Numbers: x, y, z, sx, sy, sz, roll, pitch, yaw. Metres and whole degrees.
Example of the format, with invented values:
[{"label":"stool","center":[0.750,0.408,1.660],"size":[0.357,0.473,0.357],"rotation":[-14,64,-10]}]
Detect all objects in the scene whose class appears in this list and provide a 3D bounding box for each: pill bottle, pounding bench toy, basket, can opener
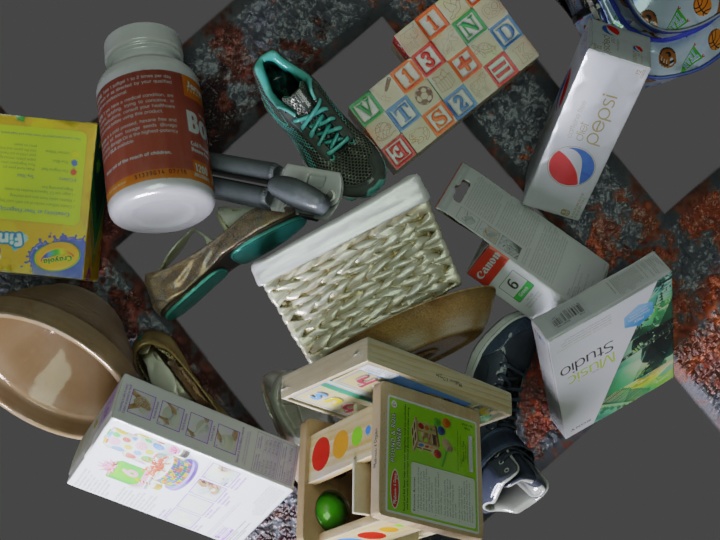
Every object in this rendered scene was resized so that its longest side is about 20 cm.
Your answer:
[{"label":"pill bottle","center":[-0.218,-0.151,1.119],"size":[0.110,0.112,0.203],"rotation":[-10,71,-1]},{"label":"pounding bench toy","center":[0.021,0.237,1.022],"size":[0.123,0.155,0.203],"rotation":[20,56,-31]},{"label":"basket","center":[0.000,0.000,1.124],"size":[0.198,0.136,0.125],"rotation":[-29,92,0]},{"label":"can opener","center":[-0.105,-0.095,1.122],"size":[0.198,0.066,0.053],"rotation":[12,78,33]}]

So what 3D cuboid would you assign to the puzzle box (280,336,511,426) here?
[{"label":"puzzle box","center":[0.036,0.124,1.054],"size":[0.198,0.132,0.026],"rotation":[23,55,-35]}]

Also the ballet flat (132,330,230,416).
[{"label":"ballet flat","center":[-0.188,0.156,1.156],"size":[0.068,0.063,0.201],"rotation":[-37,90,-2]}]

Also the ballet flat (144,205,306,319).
[{"label":"ballet flat","center":[-0.153,-0.028,1.159],"size":[0.199,0.068,0.068],"rotation":[-35,76,-2]}]

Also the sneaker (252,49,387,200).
[{"label":"sneaker","center":[-0.051,-0.155,1.120],"size":[0.078,0.091,0.200],"rotation":[-43,69,-1]}]

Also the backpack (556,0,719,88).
[{"label":"backpack","center":[0.313,-0.295,1.128],"size":[0.198,0.154,0.193],"rotation":[-23,100,-4]}]

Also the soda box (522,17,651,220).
[{"label":"soda box","center":[0.231,-0.152,1.105],"size":[0.067,0.064,0.202],"rotation":[17,132,-1]}]

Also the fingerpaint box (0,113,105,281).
[{"label":"fingerpaint box","center":[-0.379,-0.080,1.151],"size":[0.197,0.073,0.170],"rotation":[5,88,0]}]

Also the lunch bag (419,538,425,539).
[{"label":"lunch bag","center":[0.035,0.364,1.127],"size":[0.200,0.118,0.164],"rotation":[41,86,-2]}]

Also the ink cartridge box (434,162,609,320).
[{"label":"ink cartridge box","center":[0.165,-0.020,1.137],"size":[0.199,0.109,0.051],"rotation":[35,129,0]}]

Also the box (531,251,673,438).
[{"label":"box","center":[0.255,0.083,1.101],"size":[0.143,0.201,0.037],"rotation":[-29,52,-5]}]

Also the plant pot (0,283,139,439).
[{"label":"plant pot","center":[-0.312,0.082,1.121],"size":[0.198,0.202,0.093],"rotation":[23,48,0]}]

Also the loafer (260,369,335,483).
[{"label":"loafer","center":[-0.050,0.196,1.163],"size":[0.071,0.063,0.202],"rotation":[-30,106,-27]}]

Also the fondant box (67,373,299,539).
[{"label":"fondant box","center":[-0.181,0.199,1.092],"size":[0.198,0.059,0.144],"rotation":[25,134,-18]}]

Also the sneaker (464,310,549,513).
[{"label":"sneaker","center":[0.159,0.155,1.115],"size":[0.076,0.146,0.204],"rotation":[26,95,-36]}]

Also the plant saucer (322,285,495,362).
[{"label":"plant saucer","center":[0.055,0.075,1.089],"size":[0.198,0.200,0.036],"rotation":[-24,76,-1]}]

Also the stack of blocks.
[{"label":"stack of blocks","center":[0.080,-0.213,1.164],"size":[0.199,0.059,0.116],"rotation":[-39,90,-1]}]
